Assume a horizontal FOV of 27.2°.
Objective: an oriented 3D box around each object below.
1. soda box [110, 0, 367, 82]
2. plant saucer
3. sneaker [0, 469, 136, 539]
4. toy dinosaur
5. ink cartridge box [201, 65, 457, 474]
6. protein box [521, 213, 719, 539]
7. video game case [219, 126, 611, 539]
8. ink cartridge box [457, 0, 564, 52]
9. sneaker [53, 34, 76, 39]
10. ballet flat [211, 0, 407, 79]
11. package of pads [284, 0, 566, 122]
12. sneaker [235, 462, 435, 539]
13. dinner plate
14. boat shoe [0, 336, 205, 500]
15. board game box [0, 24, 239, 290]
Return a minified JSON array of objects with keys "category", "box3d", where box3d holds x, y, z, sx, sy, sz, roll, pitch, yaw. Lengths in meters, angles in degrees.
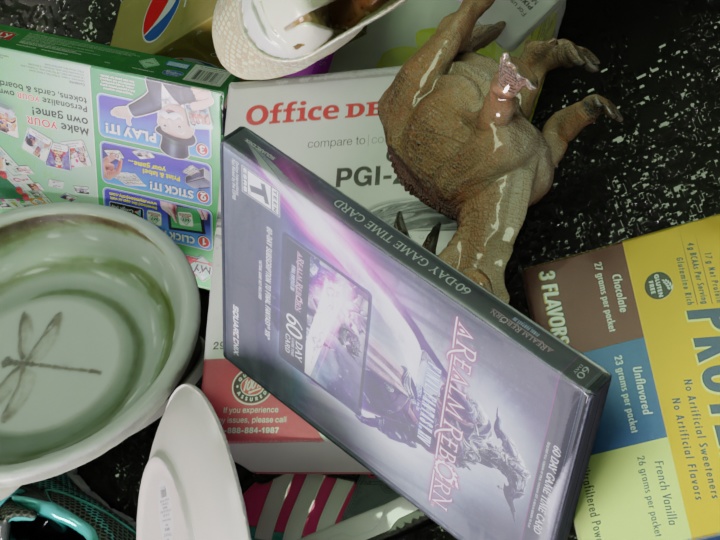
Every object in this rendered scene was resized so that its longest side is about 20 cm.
[{"category":"soda box","box3d":[-0.075,-0.151,0.884,0.199,0.067,0.065,-18,55,50]},{"category":"plant saucer","box3d":[-0.182,0.048,0.829,0.197,0.051,0.202,-6,47,6]},{"category":"sneaker","box3d":[-0.199,0.147,0.894,0.198,0.091,0.078,23,84,24]},{"category":"toy dinosaur","box3d":[0.041,-0.057,0.680,0.135,0.085,0.201,-44,32,25]},{"category":"ink cartridge box","box3d":[0.000,0.000,0.784,0.144,0.085,0.203,-3,70,19]},{"category":"protein box","box3d":[0.204,0.061,0.710,0.196,0.200,0.137,-16,71,15]},{"category":"video game case","box3d":[0.013,0.041,0.650,0.199,0.144,0.019,36,53,26]},{"category":"ink cartridge box","box3d":[0.132,-0.223,0.753,0.084,0.144,0.200,44,133,-4]},{"category":"sneaker","box3d":[-0.160,-0.080,0.952,0.199,0.099,0.071,39,125,-4]},{"category":"ballet flat","box3d":[-0.009,-0.149,0.731,0.199,0.062,0.068,-26,97,30]},{"category":"package of pads","box3d":[0.028,-0.105,0.890,0.153,0.068,0.203,14,82,23]},{"category":"sneaker","box3d":[-0.023,0.104,0.850,0.198,0.084,0.122,-23,79,14]},{"category":"dinner plate","box3d":[-0.086,0.158,0.736,0.024,0.200,0.203,-2,71,-21]},{"category":"boat shoe","box3d":[-0.182,0.075,0.881,0.200,0.061,0.072,-29,31,-19]},{"category":"board game box","box3d":[-0.167,-0.070,0.881,0.197,0.136,0.029,13,36,13]}]
